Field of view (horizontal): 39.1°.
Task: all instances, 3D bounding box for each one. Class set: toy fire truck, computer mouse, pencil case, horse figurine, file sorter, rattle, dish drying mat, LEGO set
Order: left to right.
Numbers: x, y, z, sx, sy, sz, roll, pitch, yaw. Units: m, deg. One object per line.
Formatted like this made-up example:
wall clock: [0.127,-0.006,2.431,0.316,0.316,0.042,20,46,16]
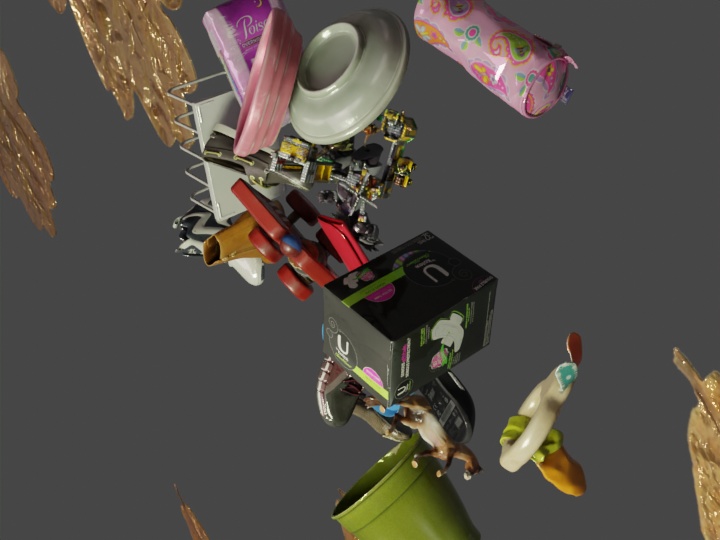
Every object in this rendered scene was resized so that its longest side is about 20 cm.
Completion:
file sorter: [-0.224,-0.212,1.681,0.124,0.138,0.202,27,133,47]
toy fire truck: [-0.112,-0.049,1.584,0.200,0.112,0.168,50,-173,20]
LEGO set: [-0.030,-0.170,1.366,0.199,0.116,0.155,30,106,21]
dish drying mat: [0.000,0.000,1.555,0.077,0.018,0.201,21,149,55]
horse figurine: [0.098,0.246,1.553,0.200,0.132,0.050,45,120,20]
computer mouse: [0.127,0.151,1.523,0.200,0.046,0.141,52,145,30]
pencil case: [0.150,-0.255,1.152,0.200,0.087,0.088,43,143,29]
rattle: [0.275,0.195,1.311,0.143,0.130,0.201,40,117,15]

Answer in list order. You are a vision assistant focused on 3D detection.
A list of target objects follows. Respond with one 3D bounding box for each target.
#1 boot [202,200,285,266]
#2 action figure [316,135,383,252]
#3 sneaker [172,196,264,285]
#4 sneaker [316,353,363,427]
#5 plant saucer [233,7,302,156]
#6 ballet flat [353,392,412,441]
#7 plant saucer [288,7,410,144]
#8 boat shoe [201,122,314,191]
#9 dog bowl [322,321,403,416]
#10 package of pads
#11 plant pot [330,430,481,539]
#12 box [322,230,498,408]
boot: [-0.207,-0.043,1.753,0.071,0.143,0.202,55,158,15]
action figure: [-0.015,-0.106,1.517,0.130,0.069,0.202,33,141,32]
sneaker: [-0.275,-0.037,1.889,0.200,0.129,0.080,57,149,9]
sneaker: [0.001,0.146,1.560,0.115,0.075,0.203,3,81,46]
plant saucer: [-0.122,-0.248,1.365,0.200,0.050,0.203,-164,90,-78]
ballet flat: [0.016,0.248,1.724,0.199,0.067,0.047,29,94,48]
plant saucer: [-0.028,-0.263,1.313,0.199,0.202,0.050,25,175,46]
boat shoe: [-0.152,-0.157,1.527,0.200,0.061,0.072,27,175,27]
dog bowl: [0.016,0.148,1.674,0.200,0.049,0.112,46,144,27]
package of pads: [-0.140,-0.307,1.499,0.202,0.119,0.076,66,168,-5]
plant pot: [0.088,0.401,1.643,0.193,0.200,0.200,48,148,1]
box: [0.066,0.063,1.392,0.148,0.199,0.125,36,140,36]
